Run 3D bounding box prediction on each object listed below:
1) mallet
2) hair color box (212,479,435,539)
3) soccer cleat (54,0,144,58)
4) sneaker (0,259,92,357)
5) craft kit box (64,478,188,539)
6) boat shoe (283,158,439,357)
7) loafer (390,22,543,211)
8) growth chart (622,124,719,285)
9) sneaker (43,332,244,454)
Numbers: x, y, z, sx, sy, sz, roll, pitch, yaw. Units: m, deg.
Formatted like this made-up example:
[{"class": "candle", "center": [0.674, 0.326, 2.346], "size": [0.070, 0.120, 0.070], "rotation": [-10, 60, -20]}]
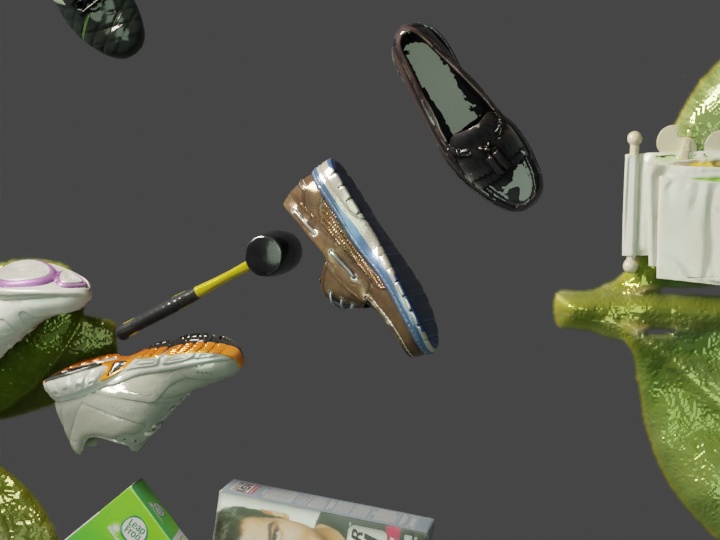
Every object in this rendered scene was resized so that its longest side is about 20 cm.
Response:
[{"class": "mallet", "center": [-0.142, 0.016, 1.338], "size": [0.199, 0.066, 0.042], "rotation": [-27, 87, 24]}, {"class": "hair color box", "center": [-0.037, 0.265, 1.316], "size": [0.197, 0.061, 0.100], "rotation": [10, 94, 9]}, {"class": "soccer cleat", "center": [-0.275, -0.281, 1.318], "size": [0.067, 0.081, 0.201], "rotation": [-37, 87, 9]}, {"class": "sneaker", "center": [-0.346, 0.048, 1.362], "size": [0.197, 0.075, 0.101], "rotation": [-10, 110, 10]}, {"class": "craft kit box", "center": [-0.227, 0.340, 1.361], "size": [0.197, 0.049, 0.201], "rotation": [-39, 87, 6]}, {"class": "boat shoe", "center": [0.000, 0.000, 1.298], "size": [0.072, 0.072, 0.201], "rotation": [-34, 77, 14]}, {"class": "loafer", "center": [0.091, -0.136, 1.274], "size": [0.072, 0.063, 0.201], "rotation": [-36, 87, 9]}, {"class": "growth chart", "center": [0.327, -0.049, 1.264], "size": [0.198, 0.018, 0.147], "rotation": [11, 94, 9]}, {"class": "sneaker", "center": [-0.195, 0.119, 1.336], "size": [0.198, 0.076, 0.093], "rotation": [-13, 98, 17]}]
